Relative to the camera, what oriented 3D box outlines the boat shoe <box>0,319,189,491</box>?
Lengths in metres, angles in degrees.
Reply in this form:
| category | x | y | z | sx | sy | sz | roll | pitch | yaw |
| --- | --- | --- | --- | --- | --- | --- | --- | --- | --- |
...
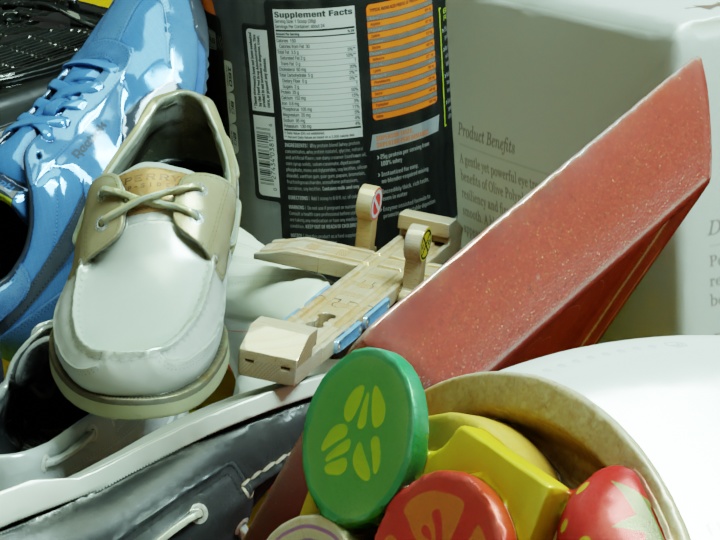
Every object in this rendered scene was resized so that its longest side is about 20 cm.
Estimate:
| category | x | y | z | sx | sy | sz | roll | pitch | yaw |
| --- | --- | --- | --- | --- | --- | --- | --- | --- | --- |
| boat shoe | -0.120 | 0.057 | 1.162 | 0.071 | 0.069 | 0.200 | 3 | 23 | 16 |

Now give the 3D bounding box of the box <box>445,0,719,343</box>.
| category | x | y | z | sx | sy | sz | roll | pitch | yaw |
| --- | --- | --- | --- | --- | --- | --- | --- | --- | --- |
| box | 0.164 | -0.042 | 1.188 | 0.199 | 0.173 | 0.199 | -10 | 15 | -23 |

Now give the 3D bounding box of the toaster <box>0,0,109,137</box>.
| category | x | y | z | sx | sy | sz | roll | pitch | yaw |
| --- | --- | --- | --- | --- | --- | --- | --- | --- | --- |
| toaster | -0.183 | -0.065 | 1.408 | 0.180 | 0.120 | 0.199 | 18 | 30 | 41 |

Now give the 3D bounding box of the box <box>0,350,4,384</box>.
| category | x | y | z | sx | sy | sz | roll | pitch | yaw |
| --- | --- | --- | --- | --- | --- | --- | --- | --- | --- |
| box | -0.215 | 0.041 | 1.111 | 0.103 | 0.149 | 0.200 | 0 | 22 | 9 |

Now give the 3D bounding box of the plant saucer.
| category | x | y | z | sx | sy | sz | roll | pitch | yaw |
| --- | --- | --- | --- | --- | --- | --- | --- | --- | --- |
| plant saucer | 0.044 | 0.035 | 1.043 | 0.037 | 0.200 | 0.200 | 42 | 53 | 10 |

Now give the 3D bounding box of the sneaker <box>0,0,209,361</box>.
| category | x | y | z | sx | sy | sz | roll | pitch | yaw |
| --- | --- | --- | --- | --- | --- | --- | --- | --- | --- |
| sneaker | -0.128 | -0.055 | 1.280 | 0.078 | 0.201 | 0.066 | 32 | -22 | -37 |

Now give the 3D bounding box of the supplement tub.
| category | x | y | z | sx | sy | sz | roll | pitch | yaw |
| --- | --- | --- | --- | --- | --- | --- | --- | --- | --- |
| supplement tub | -0.014 | -0.096 | 1.350 | 0.122 | 0.201 | 0.123 | -3 | 21 | 1 |

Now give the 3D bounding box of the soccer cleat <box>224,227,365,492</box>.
| category | x | y | z | sx | sy | sz | roll | pitch | yaw |
| --- | --- | --- | --- | --- | --- | --- | --- | --- | --- |
| soccer cleat | -0.028 | 0.026 | 1.204 | 0.078 | 0.069 | 0.200 | -44 | 26 | 11 |

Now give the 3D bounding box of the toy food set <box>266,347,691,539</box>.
| category | x | y | z | sx | sy | sz | roll | pitch | yaw |
| --- | --- | --- | --- | --- | --- | --- | --- | --- | --- |
| toy food set | 0.024 | 0.127 | 0.820 | 0.048 | 0.201 | 0.198 | 11 | 13 | -38 |

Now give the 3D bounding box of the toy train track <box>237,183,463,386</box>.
| category | x | y | z | sx | sy | sz | roll | pitch | yaw |
| --- | --- | --- | --- | --- | --- | --- | --- | --- | --- |
| toy train track | 0.000 | 0.000 | 1.127 | 0.114 | 0.033 | 0.200 | 12 | 19 | 17 |

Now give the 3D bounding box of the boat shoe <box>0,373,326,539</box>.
| category | x | y | z | sx | sy | sz | roll | pitch | yaw |
| --- | --- | --- | --- | --- | --- | --- | --- | --- | --- |
| boat shoe | -0.078 | 0.092 | 1.050 | 0.199 | 0.061 | 0.074 | -22 | -3 | -27 |

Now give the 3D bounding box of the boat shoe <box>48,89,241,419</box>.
| category | x | y | z | sx | sy | sz | roll | pitch | yaw |
| --- | --- | --- | --- | --- | --- | --- | --- | --- | --- |
| boat shoe | -0.085 | -0.010 | 1.144 | 0.074 | 0.069 | 0.200 | 0 | 26 | 0 |

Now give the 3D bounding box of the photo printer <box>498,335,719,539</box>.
| category | x | y | z | sx | sy | sz | roll | pitch | yaw |
| --- | --- | --- | --- | --- | --- | --- | --- | --- | --- |
| photo printer | 0.113 | 0.106 | 0.882 | 0.165 | 0.070 | 0.201 | -5 | 51 | -22 |
